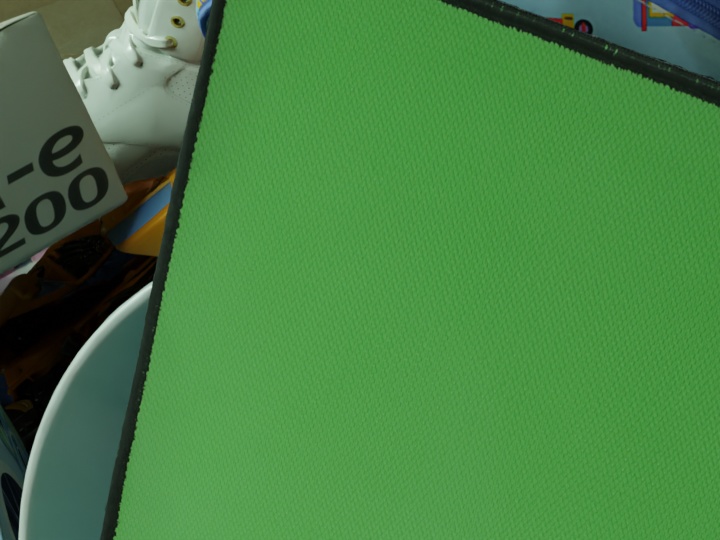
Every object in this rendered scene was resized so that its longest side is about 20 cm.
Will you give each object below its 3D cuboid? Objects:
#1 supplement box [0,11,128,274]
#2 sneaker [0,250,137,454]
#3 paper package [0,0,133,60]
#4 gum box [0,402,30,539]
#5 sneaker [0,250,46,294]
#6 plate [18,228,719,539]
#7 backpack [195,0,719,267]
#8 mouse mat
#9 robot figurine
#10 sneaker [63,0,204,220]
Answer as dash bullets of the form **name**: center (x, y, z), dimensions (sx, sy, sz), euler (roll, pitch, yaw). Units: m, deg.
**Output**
- **supplement box**: center (-0.188, -0.017, 0.808), dimensions (0.126, 0.074, 0.200), euler (-33, 13, -33)
- **sneaker**: center (-0.108, 0.025, 0.946), dimensions (0.200, 0.070, 0.078), euler (-37, 15, -14)
- **paper package**: center (-0.093, -0.165, 0.983), dimensions (0.199, 0.104, 0.191), euler (-11, 52, 7)
- **gum box**: center (-0.101, 0.132, 0.728), dimensions (0.044, 0.170, 0.200), euler (-24, 35, -2)
- **sneaker**: center (-0.117, -0.037, 0.999), dimensions (0.200, 0.070, 0.082), euler (-29, 70, 22)
- **plate**: center (0.008, 0.084, 0.568), dimensions (0.200, 0.200, 0.026), euler (-52, -7, 27)
- **backpack**: center (0.048, -0.056, 0.581), dimensions (0.182, 0.200, 0.135), euler (-2, 63, 65)
- **mouse mat**: center (0.021, 0.037, 0.526), dimensions (0.008, 0.160, 0.201), euler (-38, -34, -58)
- **robot figurine**: center (-0.060, -0.016, 0.824), dimensions (0.200, 0.058, 0.145), euler (-39, 9, 23)
- **sneaker**: center (-0.089, -0.083, 0.886), dimensions (0.074, 0.199, 0.116), euler (-99, -2, -49)
